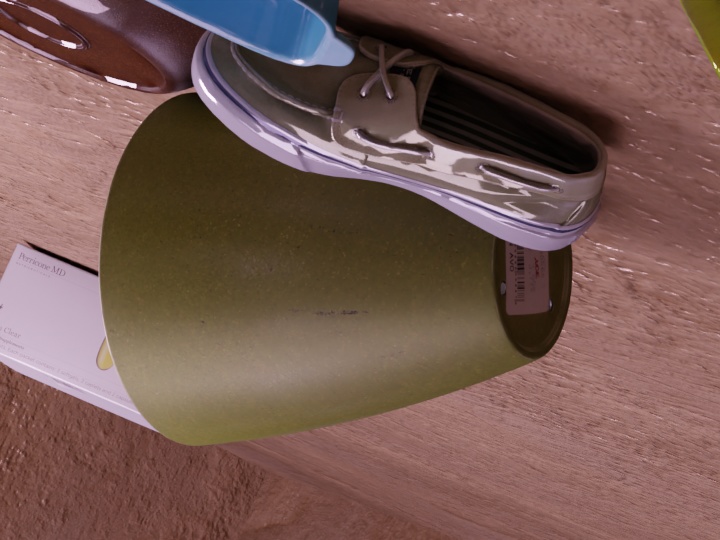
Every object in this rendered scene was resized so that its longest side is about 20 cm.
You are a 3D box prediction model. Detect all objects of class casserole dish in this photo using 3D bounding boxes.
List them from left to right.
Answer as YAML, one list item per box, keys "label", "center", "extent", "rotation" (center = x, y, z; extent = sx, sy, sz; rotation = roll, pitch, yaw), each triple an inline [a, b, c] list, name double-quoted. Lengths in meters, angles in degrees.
- label: "casserole dish"
  center: [-0.087, -0.145, 1.061]
  extent: [0.199, 0.039, 0.121]
  rotation: [26, 171, -4]

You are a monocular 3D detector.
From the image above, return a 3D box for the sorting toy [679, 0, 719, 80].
- label: "sorting toy"
  center: [0.140, -0.092, 0.686]
  extent: [0.180, 0.107, 0.200]
  rotation: [51, 159, -26]

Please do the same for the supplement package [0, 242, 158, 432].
- label: "supplement package"
  center: [-0.256, 0.073, 2.506]
  extent: [0.199, 0.111, 0.156]
  rotation: [21, 171, 14]

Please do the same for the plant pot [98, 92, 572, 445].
- label: "plant pot"
  center: [0.000, 0.000, 1.295]
  extent: [0.199, 0.188, 0.187]
  rotation: [0, 160, 30]

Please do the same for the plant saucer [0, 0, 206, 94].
- label: "plant saucer"
  center: [-0.160, -0.140, 1.306]
  extent: [0.199, 0.032, 0.200]
  rotation: [25, 171, 4]

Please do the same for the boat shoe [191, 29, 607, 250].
- label: "boat shoe"
  center: [0.021, -0.075, 1.145]
  extent: [0.199, 0.072, 0.062]
  rotation: [21, 146, 0]
